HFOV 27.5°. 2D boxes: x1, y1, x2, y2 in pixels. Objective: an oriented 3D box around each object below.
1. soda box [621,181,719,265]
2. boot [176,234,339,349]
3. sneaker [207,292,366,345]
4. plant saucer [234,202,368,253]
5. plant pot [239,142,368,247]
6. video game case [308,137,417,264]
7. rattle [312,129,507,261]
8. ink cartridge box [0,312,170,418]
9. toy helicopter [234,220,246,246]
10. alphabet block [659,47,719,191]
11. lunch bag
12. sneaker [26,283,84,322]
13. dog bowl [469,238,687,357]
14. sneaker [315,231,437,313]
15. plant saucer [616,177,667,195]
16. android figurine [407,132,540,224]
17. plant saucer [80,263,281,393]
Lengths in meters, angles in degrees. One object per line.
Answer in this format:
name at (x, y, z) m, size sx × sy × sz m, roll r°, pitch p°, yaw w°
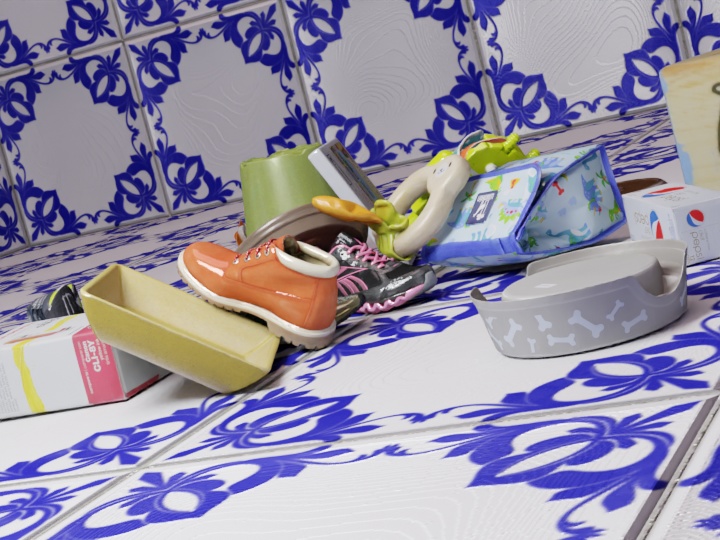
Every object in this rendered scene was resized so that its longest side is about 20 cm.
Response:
soda box at (0.345, -0.053, 1.596) m, size 0.068 × 0.064 × 0.200 m, roll -14°, pitch 9°, yaw -3°
boot at (-0.108, -0.004, 1.590) m, size 0.200 × 0.107 × 0.075 m, roll 23°, pitch 34°, yaw 20°
sneaker at (-0.093, 0.037, 1.659) m, size 0.200 × 0.089 × 0.077 m, roll -12°, pitch 8°, yaw 17°
plant saucer at (-0.075, -0.012, 1.836) m, size 0.200 × 0.029 × 0.200 m, roll -23°, pitch -29°, yaw -14°
plant pot at (-0.092, -0.077, 2.098) m, size 0.200 × 0.190 × 0.200 m, roll -15°, pitch 8°, yaw 2°
video game case at (0.009, -0.091, 2.017) m, size 0.023 × 0.200 × 0.182 m, roll -38°, pitch 4°, yaw 11°
rattle at (0.059, -0.121, 1.764) m, size 0.200 × 0.143 × 0.130 m, roll -50°, pitch 9°, yaw 15°
ink cartridge box at (-0.322, 0.100, 1.651) m, size 0.200 × 0.084 × 0.145 m, roll -11°, pitch 10°, yaw 22°
toy helicopter at (-0.184, -0.077, 2.776) m, size 0.132 × 0.079 × 0.200 m, roll -25°, pitch -1°, yaw -13°
alphabet block at (0.510, -0.186, 1.771) m, size 0.200 × 0.196 × 0.196 m, roll -8°, pitch 12°, yaw 44°
lunch bag at (0.190, -0.064, 1.768) m, size 0.200 × 0.128 × 0.170 m, roll -33°, pitch 15°, yaw -36°
sneaker at (-0.468, 0.067, 2.243) m, size 0.081 × 0.074 × 0.200 m, roll -22°, pitch 1°, yaw -5°
dog bowl at (0.201, 0.025, 1.325) m, size 0.200 × 0.059 × 0.200 m, roll -15°, pitch 7°, yaw 2°
sneaker at (0.000, 0.000, 1.738) m, size 0.200 × 0.096 × 0.079 m, roll -6°, pitch 9°, yaw 39°
plant saucer at (0.334, -0.091, 2.001) m, size 0.200 × 0.035 × 0.200 m, roll -15°, pitch 8°, yaw 2°
android figurine at (0.146, -0.099, 1.916) m, size 0.200 × 0.182 × 0.041 m, roll -42°, pitch 43°, yaw 16°
plant saucer at (-0.186, 0.065, 1.513) m, size 0.200 × 0.049 × 0.200 m, roll 23°, pitch 8°, yaw -2°
